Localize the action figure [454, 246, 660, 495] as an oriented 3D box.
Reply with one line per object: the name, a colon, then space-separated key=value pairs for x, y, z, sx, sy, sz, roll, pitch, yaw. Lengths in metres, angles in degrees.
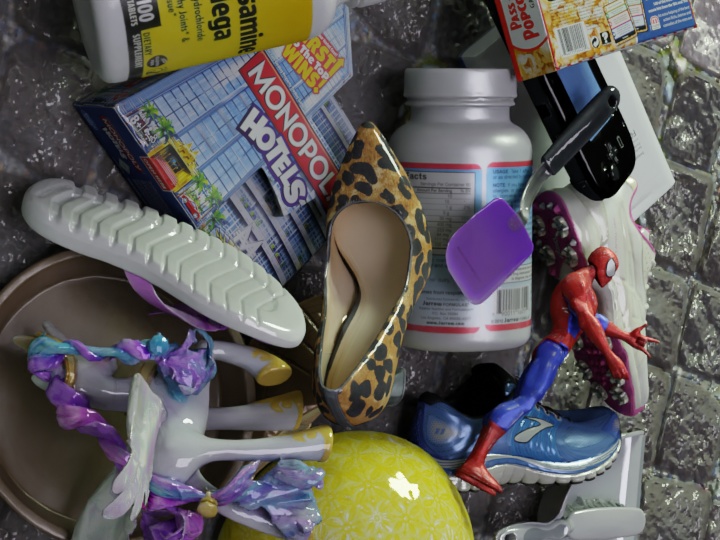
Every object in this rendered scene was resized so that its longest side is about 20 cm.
action figure: x=0.157 y=0.082 z=1.481 sx=0.098 sy=0.065 sz=0.201 roll=27 pitch=80 yaw=0

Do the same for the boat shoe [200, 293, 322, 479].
boat shoe: x=-0.067 y=0.092 z=1.415 sx=0.071 sy=0.065 sz=0.200 roll=45 pitch=69 yaw=7

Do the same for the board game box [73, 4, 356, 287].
board game box: x=-0.063 y=-0.098 z=1.395 sx=0.200 sy=0.061 sz=0.201 roll=-46 pitch=119 yaw=-22

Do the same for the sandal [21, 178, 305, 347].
sandal: x=-0.128 y=0.002 z=1.311 sx=0.202 sy=0.083 sz=0.050 roll=28 pitch=118 yaw=2

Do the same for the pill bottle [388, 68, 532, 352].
pill bottle: x=0.072 y=-0.046 z=1.471 sx=0.108 sy=0.108 sz=0.202 roll=-3 pitch=96 yaw=-36

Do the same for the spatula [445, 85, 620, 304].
spatula: x=0.127 y=-0.063 z=1.431 sx=0.200 sy=0.020 sz=0.057 roll=-51 pitch=121 yaw=-26

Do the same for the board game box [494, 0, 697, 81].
board game box: x=0.153 y=-0.252 z=1.454 sx=0.151 sy=0.046 sz=0.202 roll=-19 pitch=95 yaw=-36

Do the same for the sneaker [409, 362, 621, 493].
sneaker: x=0.123 y=0.117 z=1.547 sx=0.199 sy=0.078 sz=0.090 roll=-2 pitch=99 yaw=-36

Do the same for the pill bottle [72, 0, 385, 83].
pill bottle: x=-0.084 y=-0.195 z=1.301 sx=0.199 sy=0.112 sz=0.113 roll=-15 pitch=105 yaw=-12

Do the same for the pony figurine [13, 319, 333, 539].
pony figurine: x=-0.120 y=0.114 z=1.259 sx=0.199 sy=0.194 sz=0.167 roll=11 pitch=132 yaw=-19

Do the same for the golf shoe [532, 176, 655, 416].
golf shoe: x=0.201 y=0.017 z=1.567 sx=0.091 sy=0.075 sz=0.201 roll=-29 pitch=115 yaw=-24

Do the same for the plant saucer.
plant saucer: x=-0.165 y=0.084 z=1.326 sx=0.199 sy=0.029 sz=0.202 roll=5 pitch=77 yaw=-23

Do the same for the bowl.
bowl: x=0.004 y=0.224 z=1.420 sx=0.199 sy=0.108 sz=0.202 roll=-6 pitch=106 yaw=-20

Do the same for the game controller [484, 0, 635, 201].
game controller: x=0.149 y=-0.152 z=1.501 sx=0.104 sy=0.042 sz=0.201 roll=-41 pitch=108 yaw=-50

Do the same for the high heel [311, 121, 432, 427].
high heel: x=0.000 y=0.000 z=1.332 sx=0.142 sy=0.071 sz=0.202 roll=-6 pitch=93 yaw=-75

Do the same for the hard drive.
hard drive: x=0.165 y=-0.117 z=1.583 sx=0.132 sy=0.025 sz=0.201 roll=-40 pitch=117 yaw=-26

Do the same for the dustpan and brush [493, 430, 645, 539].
dustpan and brush: x=0.168 y=0.201 z=1.600 sx=0.199 sy=0.057 sz=0.141 roll=1 pitch=95 yaw=-36
